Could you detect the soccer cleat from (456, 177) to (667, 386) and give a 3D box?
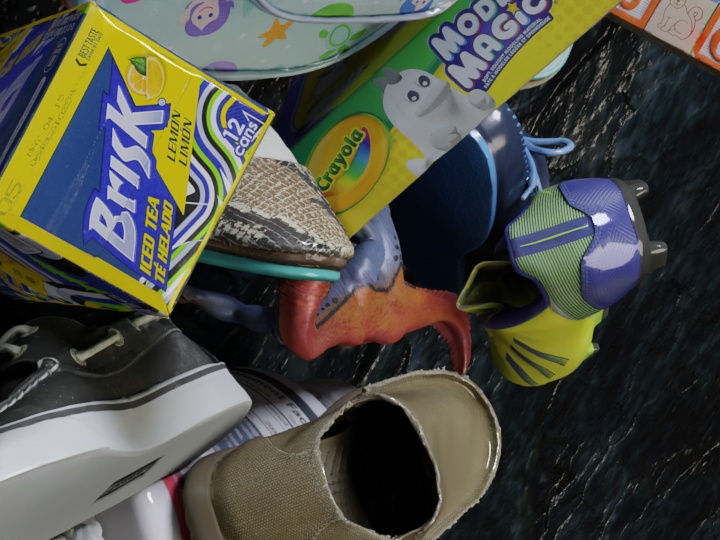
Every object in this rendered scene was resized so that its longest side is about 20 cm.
[{"bbox_3d":[0.077,0.008,1.033,0.083,0.065,0.200,-13,164,-13],"label":"soccer cleat"}]

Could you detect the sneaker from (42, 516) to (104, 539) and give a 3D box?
[{"bbox_3d":[-0.155,0.137,0.798,0.100,0.078,0.200,-58,-178,24],"label":"sneaker"}]

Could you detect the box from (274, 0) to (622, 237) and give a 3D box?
[{"bbox_3d":[0.052,-0.106,0.834,0.200,0.048,0.118,-39,-163,22],"label":"box"}]

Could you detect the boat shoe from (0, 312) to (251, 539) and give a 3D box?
[{"bbox_3d":[-0.111,0.054,0.794,0.071,0.064,0.200,-43,170,20],"label":"boat shoe"}]

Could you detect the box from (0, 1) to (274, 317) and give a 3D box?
[{"bbox_3d":[-0.098,-0.032,0.706,0.064,0.200,0.070,30,80,-20],"label":"box"}]

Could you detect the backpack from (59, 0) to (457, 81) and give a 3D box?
[{"bbox_3d":[-0.029,-0.159,0.750,0.177,0.151,0.201,-5,131,-45],"label":"backpack"}]

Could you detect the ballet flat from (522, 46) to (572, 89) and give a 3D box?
[{"bbox_3d":[0.075,-0.181,0.977,0.069,0.069,0.201,-9,116,-55],"label":"ballet flat"}]

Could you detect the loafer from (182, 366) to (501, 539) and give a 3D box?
[{"bbox_3d":[0.009,0.085,0.923,0.200,0.067,0.076,-20,92,-56],"label":"loafer"}]

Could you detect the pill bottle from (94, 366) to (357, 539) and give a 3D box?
[{"bbox_3d":[-0.069,0.105,0.971,0.200,0.119,0.120,-9,125,-56],"label":"pill bottle"}]

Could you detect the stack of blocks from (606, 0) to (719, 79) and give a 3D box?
[{"bbox_3d":[0.209,-0.141,1.089,0.116,0.200,0.058,-60,152,6],"label":"stack of blocks"}]

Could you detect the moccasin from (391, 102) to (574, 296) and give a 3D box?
[{"bbox_3d":[0.053,-0.047,1.059,0.068,0.081,0.200,-40,169,-14],"label":"moccasin"}]

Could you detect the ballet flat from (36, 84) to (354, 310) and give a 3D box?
[{"bbox_3d":[-0.068,-0.029,0.798,0.067,0.200,0.076,9,82,-31],"label":"ballet flat"}]

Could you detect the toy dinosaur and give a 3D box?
[{"bbox_3d":[0.000,0.000,0.940,0.105,0.199,0.182,-55,-162,17],"label":"toy dinosaur"}]
